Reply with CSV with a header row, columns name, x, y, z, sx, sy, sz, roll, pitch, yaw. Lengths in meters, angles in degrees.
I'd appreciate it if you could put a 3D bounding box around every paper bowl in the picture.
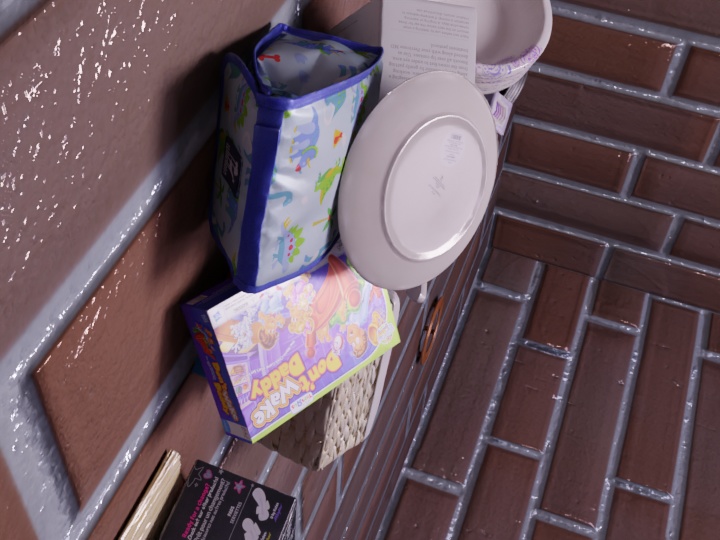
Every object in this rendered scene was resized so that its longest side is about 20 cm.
name,x,y,z,sx,sy,sz,roll,pitch,yaw
paper bowl,0.148,-0.333,1.261,0.104,0.200,0.202,131,-19,-71

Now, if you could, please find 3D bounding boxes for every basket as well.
name,x,y,z,sx,sy,sz,roll,pitch,yaw
basket,-0.053,0.108,1.073,0.123,0.135,0.201,-28,136,-57

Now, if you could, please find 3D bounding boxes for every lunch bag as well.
name,x,y,z,sx,sy,sz,roll,pitch,yaw
lunch bag,-0.061,-0.097,0.788,0.200,0.127,0.171,-72,174,-60

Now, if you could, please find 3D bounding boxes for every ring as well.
name,x,y,z,sx,sy,sz,roll,pitch,yaw
ring,0.197,0.168,2.629,0.200,0.019,0.202,16,90,-78

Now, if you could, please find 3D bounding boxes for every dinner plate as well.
name,x,y,z,sx,sy,sz,roll,pitch,yaw
dinner plate,0.061,-0.074,0.826,0.199,0.024,0.201,-21,122,-38

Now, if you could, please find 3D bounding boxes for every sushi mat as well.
name,x,y,z,sx,sy,sz,roll,pitch,yaw
sushi mat,-0.214,0.272,0.863,0.096,0.012,0.201,94,17,-49

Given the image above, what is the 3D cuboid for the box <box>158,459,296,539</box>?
name,x,y,z,sx,sy,sz,roll,pitch,yaw
box,-0.141,0.301,0.969,0.200,0.114,0.133,100,11,-60

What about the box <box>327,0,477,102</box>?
name,x,y,z,sx,sy,sz,roll,pitch,yaw
box,0.035,-0.155,0.946,0.152,0.106,0.202,-179,-89,-67

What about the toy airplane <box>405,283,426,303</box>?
name,x,y,z,sx,sy,sz,roll,pitch,yaw
toy airplane,0.000,0.000,1.173,0.200,0.140,0.200,-65,-155,22

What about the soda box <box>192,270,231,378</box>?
name,x,y,z,sx,sy,sz,roll,pitch,yaw
soda box,-0.097,0.021,0.934,0.068,0.064,0.201,59,49,-74

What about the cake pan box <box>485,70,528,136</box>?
name,x,y,z,sx,sy,sz,roll,pitch,yaw
cake pan box,0.154,-0.288,1.388,0.052,0.199,0.185,28,74,-42

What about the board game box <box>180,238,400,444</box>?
name,x,y,z,sx,sy,sz,roll,pitch,yaw
board game box,-0.058,0.051,0.882,0.200,0.045,0.135,-31,115,-36
